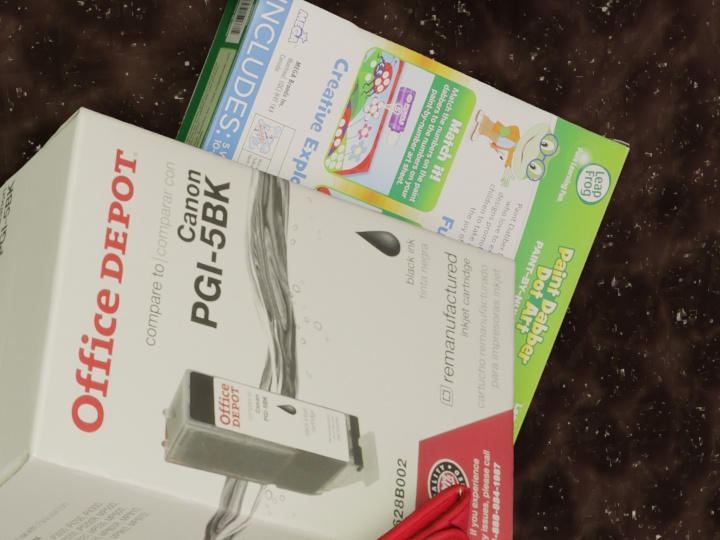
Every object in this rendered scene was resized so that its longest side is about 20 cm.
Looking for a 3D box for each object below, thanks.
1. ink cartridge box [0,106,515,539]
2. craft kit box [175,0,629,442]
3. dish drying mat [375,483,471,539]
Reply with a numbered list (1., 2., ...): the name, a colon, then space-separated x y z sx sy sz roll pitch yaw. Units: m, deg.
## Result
1. ink cartridge box: -0.044 0.044 0.718 0.200 0.083 0.147 18 58 -27
2. craft kit box: 0.000 0.000 0.832 0.197 0.049 0.200 22 90 -24
3. dish drying mat: 0.009 0.174 0.689 0.077 0.018 0.200 -30 136 -41
